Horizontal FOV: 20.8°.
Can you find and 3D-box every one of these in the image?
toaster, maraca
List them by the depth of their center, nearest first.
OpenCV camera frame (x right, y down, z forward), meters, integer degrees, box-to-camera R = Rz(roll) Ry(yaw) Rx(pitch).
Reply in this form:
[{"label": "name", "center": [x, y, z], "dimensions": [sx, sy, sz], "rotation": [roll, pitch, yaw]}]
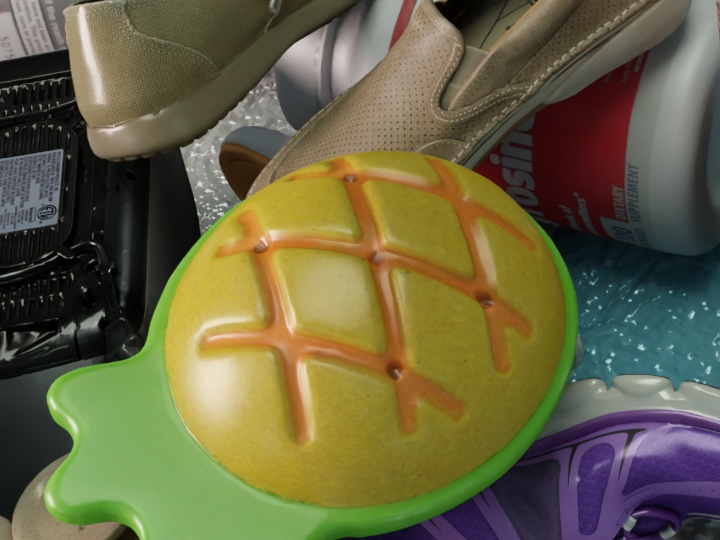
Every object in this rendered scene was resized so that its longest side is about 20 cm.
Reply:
[{"label": "maraca", "center": [-0.014, 0.035, 0.665], "dimensions": [0.200, 0.107, 0.137], "rotation": [-39, 64, -24]}, {"label": "toaster", "center": [-0.159, 0.014, 0.812], "dimensions": [0.180, 0.119, 0.201], "rotation": [-11, 46, 6]}]

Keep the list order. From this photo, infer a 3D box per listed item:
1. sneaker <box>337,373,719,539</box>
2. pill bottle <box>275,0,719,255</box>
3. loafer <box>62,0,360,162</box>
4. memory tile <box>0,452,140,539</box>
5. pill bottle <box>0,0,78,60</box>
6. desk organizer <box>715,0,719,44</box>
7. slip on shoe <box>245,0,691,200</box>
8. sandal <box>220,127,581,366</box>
[{"label": "sneaker", "center": [0.071, 0.094, 0.721], "dimensions": [0.199, 0.081, 0.084], "rotation": [-10, 58, 19]}, {"label": "pill bottle", "center": [0.068, -0.081, 0.845], "dimensions": [0.199, 0.113, 0.113], "rotation": [15, 53, 27]}, {"label": "loafer", "center": [-0.051, -0.121, 0.793], "dimensions": [0.076, 0.068, 0.200], "rotation": [-3, 34, 31]}, {"label": "memory tile", "center": [-0.123, 0.151, 0.624], "dimensions": [0.153, 0.017, 0.201], "rotation": [-25, 40, 5]}, {"label": "pill bottle", "center": [-0.091, -0.158, 0.959], "dimensions": [0.199, 0.114, 0.114], "rotation": [-8, 46, 7]}, {"label": "desk organizer", "center": [0.172, -0.047, 0.725], "dimensions": [0.071, 0.201, 0.077], "rotation": [-4, 44, 12]}, {"label": "slip on shoe", "center": [0.034, -0.076, 0.745], "dimensions": [0.199, 0.061, 0.076], "rotation": [-33, 44, 2]}, {"label": "sandal", "center": [0.002, 0.005, 0.803], "dimensions": [0.206, 0.079, 0.059], "rotation": [26, 64, 41]}]
